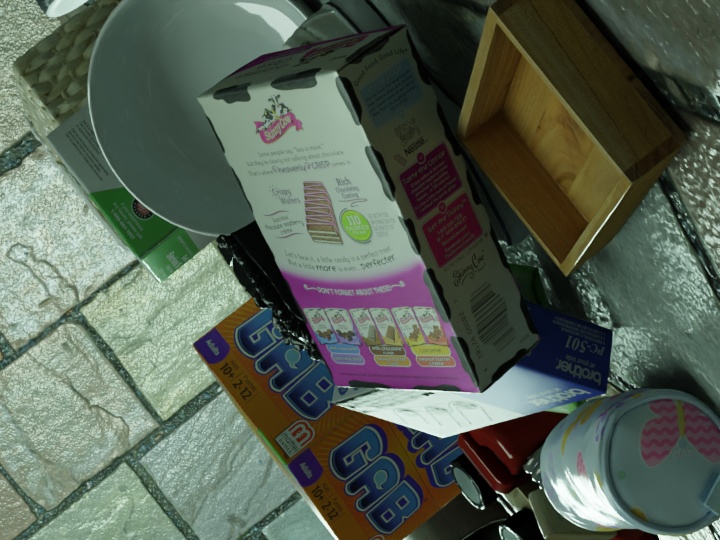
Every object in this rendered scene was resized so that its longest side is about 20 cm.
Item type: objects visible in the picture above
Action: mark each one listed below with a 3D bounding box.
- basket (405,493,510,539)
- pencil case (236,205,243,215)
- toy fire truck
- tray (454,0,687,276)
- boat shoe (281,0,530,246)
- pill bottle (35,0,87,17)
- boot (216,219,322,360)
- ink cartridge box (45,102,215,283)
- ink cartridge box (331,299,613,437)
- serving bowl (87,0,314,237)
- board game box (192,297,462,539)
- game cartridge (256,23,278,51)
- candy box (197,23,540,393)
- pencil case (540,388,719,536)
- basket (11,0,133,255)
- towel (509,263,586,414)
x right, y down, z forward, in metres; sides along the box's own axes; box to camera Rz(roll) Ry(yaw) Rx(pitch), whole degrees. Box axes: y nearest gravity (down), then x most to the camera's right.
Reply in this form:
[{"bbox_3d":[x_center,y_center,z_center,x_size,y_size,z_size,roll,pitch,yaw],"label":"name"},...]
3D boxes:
[{"bbox_3d":[0.084,0.277,2.048,0.201,0.135,0.181,53,169,26],"label":"basket"},{"bbox_3d":[0.000,0.000,1.271,0.199,0.094,0.091,24,-173,13],"label":"pencil case"},{"bbox_3d":[0.147,0.164,1.254,0.176,0.128,0.200,51,160,20],"label":"toy fire truck"},{"bbox_3d":[0.096,-0.065,0.800,0.099,0.037,0.200,53,171,8],"label":"tray"},{"bbox_3d":[0.017,-0.079,1.015,0.202,0.086,0.075,51,172,16],"label":"boat shoe"},{"bbox_3d":[-0.368,-0.394,1.851,0.201,0.106,0.106,53,172,-1],"label":"pill bottle"},{"bbox_3d":[-0.022,-0.051,1.090,0.199,0.162,0.073,51,171,11],"label":"boot"},{"bbox_3d":[-0.144,-0.112,1.422,0.146,0.199,0.084,50,175,18],"label":"ink cartridge box"},{"bbox_3d":[0.069,0.065,1.082,0.093,0.045,0.200,19,159,-23],"label":"ink cartridge box"},{"bbox_3d":[-0.097,-0.129,1.211,0.201,0.199,0.066,54,-155,-9],"label":"serving bowl"},{"bbox_3d":[-0.005,0.124,1.623,0.200,0.199,0.200,45,169,43],"label":"board game box"},{"bbox_3d":[-0.059,-0.114,1.302,0.133,0.042,0.201,-8,121,53],"label":"game cartridge"},{"bbox_3d":[0.004,-0.031,0.944,0.136,0.061,0.201,-1,120,50],"label":"candy box"},{"bbox_3d":[0.168,0.122,1.021,0.091,0.083,0.200,47,172,5],"label":"pencil case"},{"bbox_3d":[-0.211,-0.159,1.616,0.199,0.199,0.161,51,170,12],"label":"basket"},{"bbox_3d":[0.052,0.044,1.173,0.198,0.031,0.150,6,141,33],"label":"towel"}]
